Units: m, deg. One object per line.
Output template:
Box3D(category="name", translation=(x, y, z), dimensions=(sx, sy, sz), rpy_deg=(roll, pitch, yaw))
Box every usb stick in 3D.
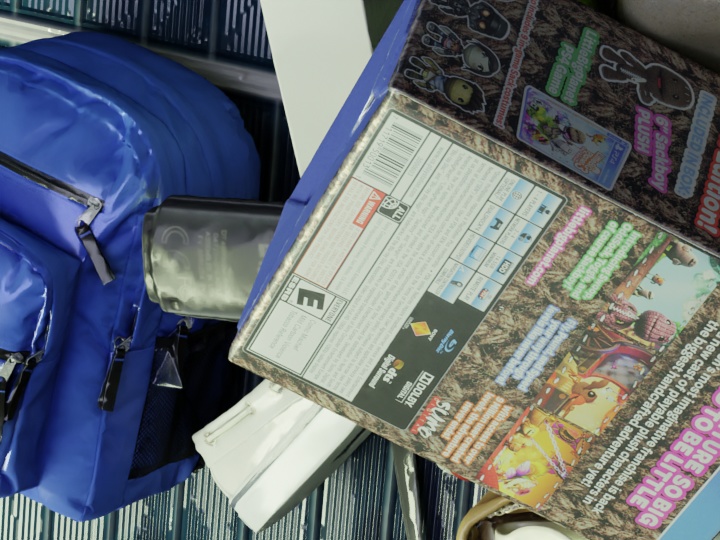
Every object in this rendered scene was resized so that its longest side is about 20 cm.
Box3D(category="usb stick", translation=(0.000, 0.000, 1.186), dimensions=(0.199, 0.033, 0.056), rpy_deg=(5, 106, 24))

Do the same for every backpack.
Box3D(category="backpack", translation=(-0.139, -0.003, 1.297), dimensions=(0.162, 0.168, 0.201), rpy_deg=(25, 109, 21))

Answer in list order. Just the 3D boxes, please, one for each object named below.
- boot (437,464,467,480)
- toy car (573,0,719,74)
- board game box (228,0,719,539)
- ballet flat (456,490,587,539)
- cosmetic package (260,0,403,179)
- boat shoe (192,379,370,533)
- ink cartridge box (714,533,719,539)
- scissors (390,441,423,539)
Box3D(category="boot", translation=(0.124, 0.051, 1.187), dimensions=(0.144, 0.072, 0.200), rpy_deg=(48, 118, 15))
Box3D(category="toy car", translation=(0.163, -0.163, 1.097), dimensions=(0.163, 0.158, 0.201), rpy_deg=(7, 77, 17))
Box3D(category="board game box", translation=(0.077, -0.001, 1.050), dimensions=(0.199, 0.097, 0.160), rpy_deg=(27, 134, -7))
Box3D(category="ballet flat", translation=(0.130, 0.122, 1.199), dimensions=(0.199, 0.063, 0.069), rpy_deg=(-1, 98, 34))
Box3D(category="cosmetic package", translation=(-0.005, -0.109, 1.175), dimensions=(0.050, 0.083, 0.201), rpy_deg=(5, 133, 19))
Box3D(category="boat shoe", translation=(-0.008, 0.035, 1.260), dimensions=(0.066, 0.072, 0.200), rpy_deg=(47, 128, 9))
Box3D(category="ink cartridge box", translation=(0.177, 0.168, 1.147), dimensions=(0.174, 0.044, 0.200), rpy_deg=(46, 124, -11))
Box3D(category="scissors", translation=(0.012, 0.049, 1.297), dimensions=(0.073, 0.014, 0.201), rpy_deg=(13, 108, 29))
